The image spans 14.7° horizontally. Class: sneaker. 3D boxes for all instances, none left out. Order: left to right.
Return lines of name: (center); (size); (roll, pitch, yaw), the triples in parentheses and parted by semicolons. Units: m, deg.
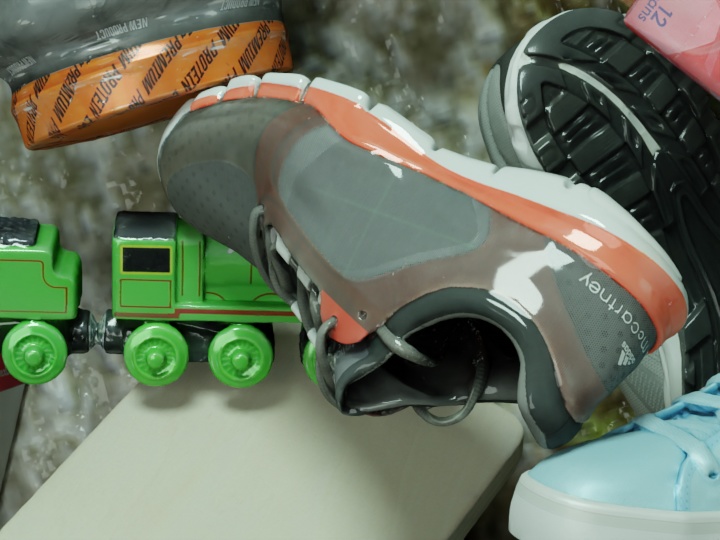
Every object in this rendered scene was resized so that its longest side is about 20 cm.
sneaker: (0.000, 0.000, 0.851); (0.199, 0.077, 0.082); (17, 62, 40)
sneaker: (0.103, 0.007, 0.903); (0.074, 0.079, 0.201); (-31, 98, -16)
sneaker: (0.132, 0.039, 0.836); (0.074, 0.199, 0.083); (17, 112, 60)

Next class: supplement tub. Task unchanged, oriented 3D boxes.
supplement tub: (-0.095, -0.149, 0.936); (0.122, 0.122, 0.201); (-16, 91, 25)

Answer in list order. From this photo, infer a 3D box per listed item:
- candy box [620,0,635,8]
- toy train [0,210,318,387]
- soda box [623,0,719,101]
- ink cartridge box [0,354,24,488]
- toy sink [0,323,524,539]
candy box: (0.154, -0.106, 0.867); (0.200, 0.056, 0.117); (37, 109, 14)
toy train: (-0.059, 0.008, 0.943); (0.198, 0.042, 0.057); (1, 108, -3)
soda box: (0.164, -0.131, 0.796); (0.070, 0.063, 0.201); (39, 106, 15)
ink cartridge box: (-0.216, 0.073, 1.040); (0.146, 0.083, 0.201); (19, 104, 20)
toy sink: (-0.046, 0.126, 0.942); (0.130, 0.200, 0.113); (21, 134, 20)
